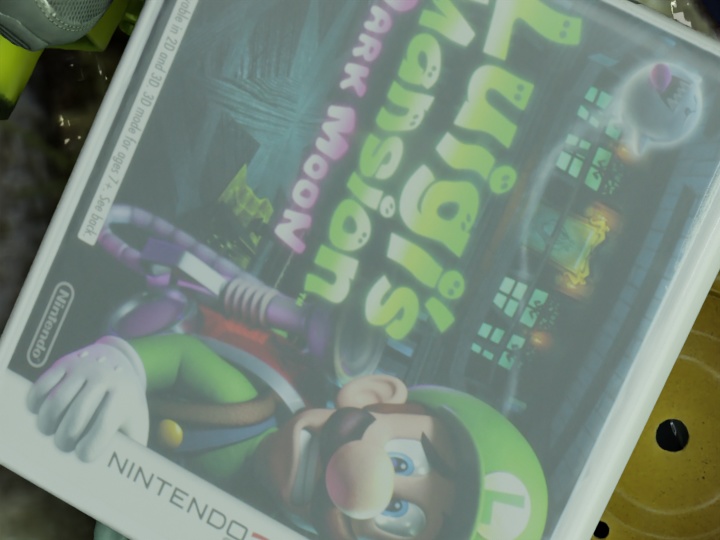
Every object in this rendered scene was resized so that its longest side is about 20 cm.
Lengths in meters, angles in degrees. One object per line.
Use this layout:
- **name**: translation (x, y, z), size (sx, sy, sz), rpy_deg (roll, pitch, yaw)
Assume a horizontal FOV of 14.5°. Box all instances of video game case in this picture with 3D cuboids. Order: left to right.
- **video game case**: translation (0.000, 0.000, 0.790), size (0.181, 0.023, 0.200), rpy_deg (28, 100, 18)

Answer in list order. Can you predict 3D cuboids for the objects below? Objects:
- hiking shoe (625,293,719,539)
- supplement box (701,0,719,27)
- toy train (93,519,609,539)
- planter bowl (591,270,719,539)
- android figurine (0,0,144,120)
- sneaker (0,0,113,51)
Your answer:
- **hiking shoe**: translation (0.124, 0.032, 0.894), size (0.086, 0.074, 0.201), rpy_deg (-2, 91, 2)
- **supplement box**: translation (0.208, -0.151, 0.947), size (0.200, 0.109, 0.110), rpy_deg (-40, 103, -12)
- **toy train**: translation (-0.006, 0.073, 0.889), size (0.200, 0.085, 0.114), rpy_deg (40, 99, -26)
- **planter bowl**: translation (0.081, 0.050, 0.817), size (0.200, 0.083, 0.201), rpy_deg (0, 91, 21)
- **android figurine**: translation (-0.094, -0.153, 0.871), size (0.182, 0.041, 0.200), rpy_deg (48, 60, -43)
- **sneaker**: translation (-0.057, -0.157, 0.816), size (0.074, 0.084, 0.201), rpy_deg (33, 72, -48)
